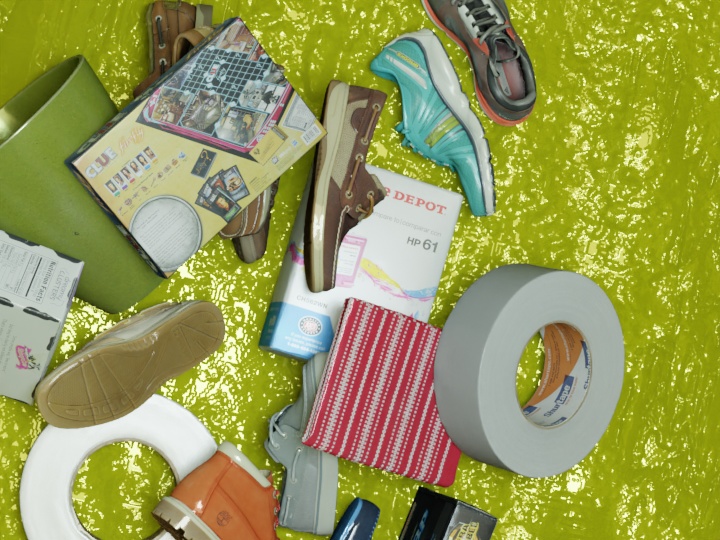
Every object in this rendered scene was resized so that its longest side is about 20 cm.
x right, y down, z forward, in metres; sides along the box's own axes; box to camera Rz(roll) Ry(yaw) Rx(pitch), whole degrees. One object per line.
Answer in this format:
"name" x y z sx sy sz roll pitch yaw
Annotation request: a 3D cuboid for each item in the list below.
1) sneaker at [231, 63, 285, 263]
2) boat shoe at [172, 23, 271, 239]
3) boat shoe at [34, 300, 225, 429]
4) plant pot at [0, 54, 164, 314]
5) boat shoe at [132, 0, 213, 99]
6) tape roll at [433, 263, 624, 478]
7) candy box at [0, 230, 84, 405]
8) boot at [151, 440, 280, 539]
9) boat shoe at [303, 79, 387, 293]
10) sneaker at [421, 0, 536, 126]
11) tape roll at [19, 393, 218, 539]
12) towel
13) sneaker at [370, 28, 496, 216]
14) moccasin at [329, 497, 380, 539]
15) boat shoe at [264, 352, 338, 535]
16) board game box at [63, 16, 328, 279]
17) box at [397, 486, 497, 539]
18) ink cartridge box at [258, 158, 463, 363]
"sneaker" -0.097 -0.109 1.670 0.075 0.070 0.201 -7 89 -11
"boat shoe" -0.138 -0.128 1.591 0.074 0.075 0.201 -6 85 -51
"boat shoe" -0.223 0.087 1.623 0.199 0.069 0.074 -26 110 -28
"plant pot" -0.262 -0.063 1.597 0.187 0.187 0.200 -44 109 -9
"boat shoe" -0.186 -0.162 1.662 0.068 0.072 0.201 6 77 -6
"tape roll" 0.165 0.096 1.664 0.200 0.066 0.201 -8 102 -39
"candy box" -0.367 0.026 1.563 0.199 0.168 0.072 21 54 -9
"boot" -0.099 0.248 1.628 0.107 0.075 0.200 -52 128 -19
"boat shoe" -0.010 -0.076 1.602 0.072 0.072 0.201 8 78 -6
"sneaker" 0.127 -0.242 1.709 0.077 0.082 0.201 -30 93 -10
"tape roll" -0.225 0.214 1.650 0.202 0.037 0.204 0 88 -11
"towel" 0.037 0.117 1.617 0.200 0.022 0.145 22 82 -41
"sneaker" 0.077 -0.139 1.709 0.079 0.078 0.201 -26 83 -1
"moccasin" -0.017 0.319 1.669 0.068 0.080 0.201 22 98 -2
"boat shoe" -0.056 0.168 1.634 0.071 0.070 0.202 1 120 -1
"board game box" -0.144 -0.110 1.530 0.200 0.035 0.136 -43 109 -14
"box" 0.055 0.311 1.633 0.046 0.159 0.201 24 84 -9
"ink cartridge box" 0.000 0.000 1.675 0.144 0.085 0.201 17 83 -9
